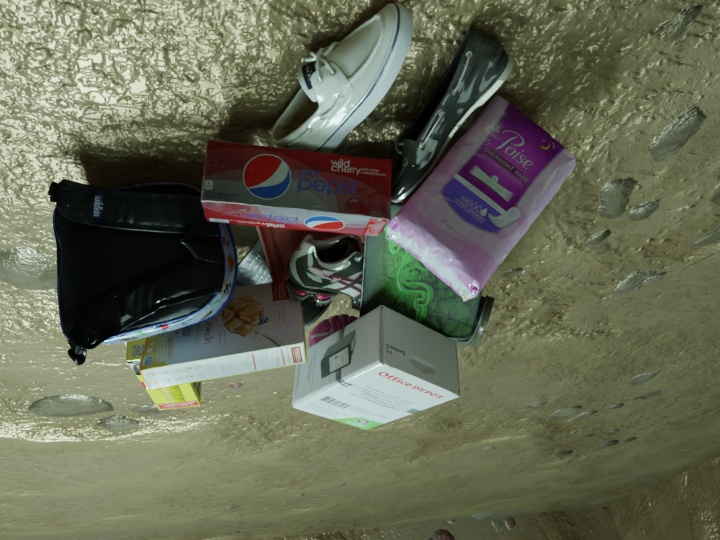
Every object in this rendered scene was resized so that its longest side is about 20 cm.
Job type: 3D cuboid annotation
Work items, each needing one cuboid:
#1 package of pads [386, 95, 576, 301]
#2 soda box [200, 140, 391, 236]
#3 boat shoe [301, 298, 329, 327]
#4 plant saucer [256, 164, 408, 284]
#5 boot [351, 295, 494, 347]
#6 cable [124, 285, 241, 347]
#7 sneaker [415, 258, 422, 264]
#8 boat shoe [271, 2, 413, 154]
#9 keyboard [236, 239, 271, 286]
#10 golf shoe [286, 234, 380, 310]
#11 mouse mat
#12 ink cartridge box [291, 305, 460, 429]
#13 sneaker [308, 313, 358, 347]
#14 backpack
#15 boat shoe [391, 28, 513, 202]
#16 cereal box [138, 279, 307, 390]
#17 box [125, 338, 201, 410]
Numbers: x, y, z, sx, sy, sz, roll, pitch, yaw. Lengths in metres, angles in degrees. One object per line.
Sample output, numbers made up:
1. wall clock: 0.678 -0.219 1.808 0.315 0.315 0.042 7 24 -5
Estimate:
1. package of pads: 0.132 -0.078 0.605 0.201 0.120 0.076 -49 173 -14
2. soda box: -0.067 -0.086 0.597 0.196 0.071 0.063 5 164 -9
3. boat shoe: -0.120 0.067 0.820 0.066 0.199 0.058 -1 117 48
4. plant saucer: -0.035 -0.058 0.741 0.196 0.037 0.201 -14 145 -7
5. boot: 0.085 0.050 0.830 0.197 0.073 0.182 26 157 3
6. cable: -0.264 0.078 0.854 0.197 0.070 0.200 -22 143 20
7. sneaker: 0.147 -0.067 0.719 0.197 0.085 0.081 -26 165 0
8. boat shoe: -0.028 -0.186 0.553 0.069 0.072 0.199 13 146 -33
9. keyboard: -0.138 -0.017 0.809 0.056 0.011 0.200 16 137 -32
10. golf shoe: 0.000 0.000 0.740 0.196 0.078 0.089 1 137 -24
11. mouse mat: 0.080 0.007 0.702 0.157 0.008 0.203 4 125 0
12. ink cartridge box: 0.019 0.143 0.769 0.144 0.085 0.199 26 139 -30
13. sneaker: -0.013 0.116 0.906 0.198 0.075 0.087 -3 159 -44
14. backpack: -0.240 -0.009 0.647 0.186 0.204 0.154 -9 177 4
15. boat shoe: 0.078 -0.166 0.601 0.056 0.067 0.201 30 117 -20
16. cereal box: -0.171 0.076 0.716 0.196 0.145 0.040 -9 123 -7
17. box: -0.298 0.155 0.854 0.074 0.051 0.201 -3 148 -8
